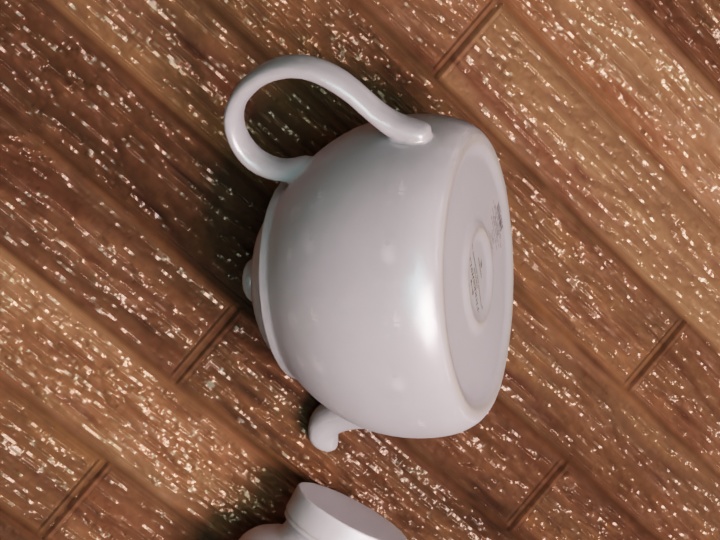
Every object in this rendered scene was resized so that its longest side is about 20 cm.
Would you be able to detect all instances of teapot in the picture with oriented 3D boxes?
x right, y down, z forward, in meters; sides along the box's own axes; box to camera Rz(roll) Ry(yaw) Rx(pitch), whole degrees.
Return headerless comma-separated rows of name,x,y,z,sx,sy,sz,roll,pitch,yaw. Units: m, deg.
teapot,0.000,0.000,0.824,0.146,0.197,0.201,1,79,19

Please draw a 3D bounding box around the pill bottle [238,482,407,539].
pill bottle,-0.050,0.237,0.878,0.112,0.112,0.200,26,94,-20
